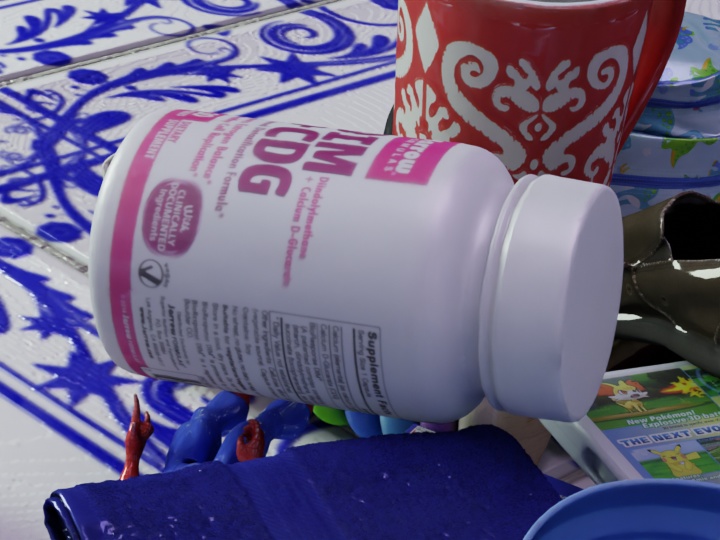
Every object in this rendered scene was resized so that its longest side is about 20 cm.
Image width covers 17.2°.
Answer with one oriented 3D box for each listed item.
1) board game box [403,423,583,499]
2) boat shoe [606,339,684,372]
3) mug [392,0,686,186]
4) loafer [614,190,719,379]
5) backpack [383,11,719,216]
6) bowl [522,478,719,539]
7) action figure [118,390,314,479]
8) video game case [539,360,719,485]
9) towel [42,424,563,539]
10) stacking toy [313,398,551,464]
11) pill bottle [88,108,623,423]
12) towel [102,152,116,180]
[{"bbox_3d":[0.039,0.143,0.951,0.151,0.045,0.200,19,30,21],"label":"board game box"},{"bbox_3d":[0.168,0.042,1.170,0.199,0.074,0.066,-14,36,-19],"label":"boat shoe"},{"bbox_3d":[0.096,-0.078,1.219,0.176,0.201,0.134,-4,34,-15],"label":"mug"},{"bbox_3d":[0.149,-0.004,1.077,0.073,0.072,0.200,-10,18,-32],"label":"loafer"},{"bbox_3d":[0.129,-0.091,1.363,0.199,0.155,0.163,26,22,3],"label":"backpack"},{"bbox_3d":[0.135,0.154,0.809,0.199,0.040,0.201,16,35,-11],"label":"bowl"},{"bbox_3d":[-0.067,0.085,1.002,0.065,0.052,0.200,4,40,22],"label":"action figure"},{"bbox_3d":[0.201,0.087,1.000,0.198,0.022,0.182,-7,30,-22],"label":"video game case"},{"bbox_3d":[-0.005,0.124,0.883,0.199,0.050,0.148,-7,38,-26],"label":"towel"},{"bbox_3d":[-0.008,0.039,1.119,0.199,0.086,0.085,15,27,26],"label":"stacking toy"},{"bbox_3d":[0.000,0.000,0.970,0.198,0.114,0.113,8,25,19],"label":"pill bottle"},{"bbox_3d":[-0.020,-0.005,1.164,0.198,0.133,0.035,13,71,14],"label":"towel"}]
